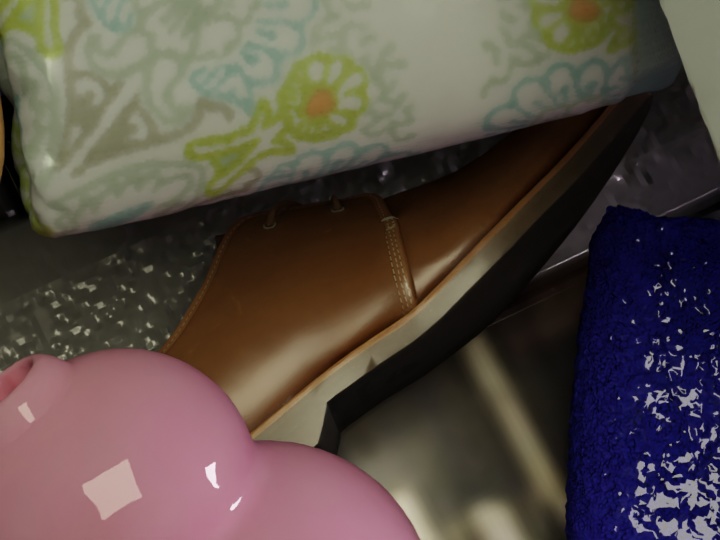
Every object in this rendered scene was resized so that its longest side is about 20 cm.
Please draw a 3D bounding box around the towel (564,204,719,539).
[{"bbox_3d":[0.130,0.082,0.731,0.147,0.050,0.201,7,71,-4],"label":"towel"}]

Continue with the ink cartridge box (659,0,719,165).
[{"bbox_3d":[0.168,-0.111,0.576,0.199,0.145,0.145,-23,77,28],"label":"ink cartridge box"}]

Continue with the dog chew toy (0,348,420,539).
[{"bbox_3d":[-0.024,0.101,0.647,0.125,0.124,0.200,-46,109,-17],"label":"dog chew toy"}]

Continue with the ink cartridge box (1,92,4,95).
[{"bbox_3d":[-0.078,-0.154,0.794,0.093,0.044,0.201,-2,72,-4],"label":"ink cartridge box"}]

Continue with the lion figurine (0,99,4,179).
[{"bbox_3d":[-0.144,-0.004,0.619,0.200,0.072,0.123,-37,77,27],"label":"lion figurine"}]

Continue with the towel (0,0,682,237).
[{"bbox_3d":[-0.018,-0.124,0.630,0.170,0.048,0.201,-14,97,-12],"label":"towel"}]

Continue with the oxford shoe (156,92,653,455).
[{"bbox_3d":[0.000,0.000,0.737,0.200,0.071,0.071,-39,75,-14],"label":"oxford shoe"}]
